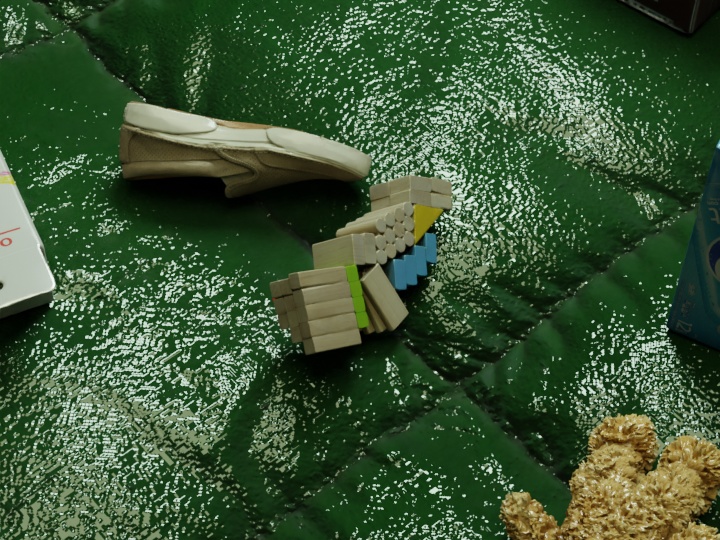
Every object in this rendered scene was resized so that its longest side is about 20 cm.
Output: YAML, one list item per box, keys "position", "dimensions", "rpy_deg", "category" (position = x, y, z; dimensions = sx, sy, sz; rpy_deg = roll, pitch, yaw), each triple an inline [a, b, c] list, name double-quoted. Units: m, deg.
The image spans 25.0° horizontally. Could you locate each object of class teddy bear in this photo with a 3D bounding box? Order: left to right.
- position: [0.167, 0.170, 1.064]
  dimensions: [0.200, 0.067, 0.145]
  rpy_deg: [-36, 58, -27]
  category: "teddy bear"

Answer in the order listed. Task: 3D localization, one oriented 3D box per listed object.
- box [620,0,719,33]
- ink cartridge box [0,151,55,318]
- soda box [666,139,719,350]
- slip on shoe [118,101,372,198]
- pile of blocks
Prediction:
- position: [0.288, -0.350, 1.423]
  dimensions: [0.166, 0.165, 0.200]
  rpy_deg: [34, 58, 25]
  category: "box"
- position: [-0.304, -0.020, 1.210]
  dimensions: [0.116, 0.068, 0.200]
  rpy_deg: [-19, 53, -16]
  category: "ink cartridge box"
- position: [0.270, -0.029, 1.140]
  dimensions: [0.064, 0.201, 0.068]
  rpy_deg: [23, 54, 16]
  category: "soda box"
- position: [-0.092, -0.085, 1.275]
  dimensions: [0.199, 0.076, 0.061]
  rpy_deg: [11, 91, -2]
  category: "slip on shoe"
- position: [0.000, 0.000, 1.215]
  dimensions: [0.062, 0.082, 0.200]
  rpy_deg: [-13, 22, 47]
  category: "pile of blocks"
